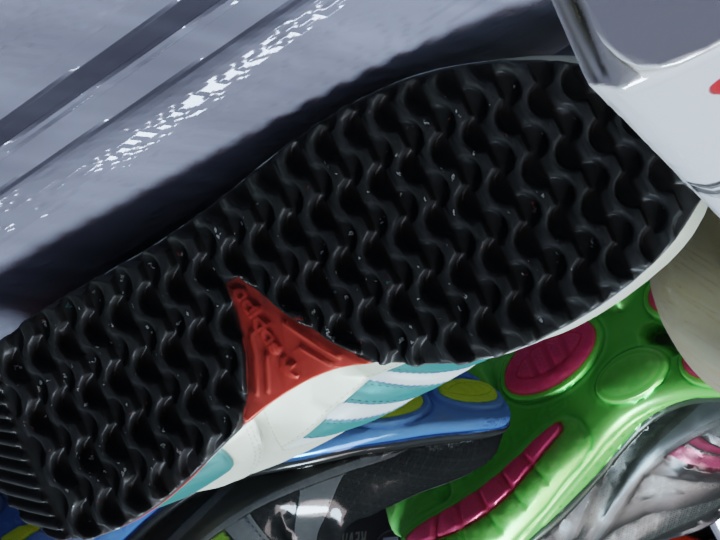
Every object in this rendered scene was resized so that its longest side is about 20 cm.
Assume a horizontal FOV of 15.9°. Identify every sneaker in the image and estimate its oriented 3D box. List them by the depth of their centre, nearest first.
[{"bbox_3d":[0.000,0.001,0.647,0.199,0.071,0.093,-28,179,19],"label":"sneaker"},{"bbox_3d":[-0.048,0.079,0.729,0.199,0.071,0.083,-28,122,-18],"label":"sneaker"},{"bbox_3d":[0.099,0.034,0.798,0.199,0.077,0.084,-30,152,21],"label":"sneaker"}]

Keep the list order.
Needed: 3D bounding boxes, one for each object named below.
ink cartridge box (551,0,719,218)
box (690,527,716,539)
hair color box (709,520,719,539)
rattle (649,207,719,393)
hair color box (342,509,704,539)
[{"bbox_3d":[0.116,-0.075,0.482,0.146,0.083,0.200,-24,163,13],"label":"ink cartridge box"},{"bbox_3d":[0.208,0.045,0.990,0.199,0.075,0.100,-24,162,6],"label":"box"},{"bbox_3d":[0.180,0.088,0.895,0.100,0.201,0.061,-23,-154,13],"label":"hair color box"},{"bbox_3d":[0.151,0.034,0.619,0.129,0.200,0.143,-19,127,-9],"label":"rattle"},{"bbox_3d":[0.058,0.118,0.927,0.199,0.062,0.101,21,158,-41],"label":"hair color box"}]
